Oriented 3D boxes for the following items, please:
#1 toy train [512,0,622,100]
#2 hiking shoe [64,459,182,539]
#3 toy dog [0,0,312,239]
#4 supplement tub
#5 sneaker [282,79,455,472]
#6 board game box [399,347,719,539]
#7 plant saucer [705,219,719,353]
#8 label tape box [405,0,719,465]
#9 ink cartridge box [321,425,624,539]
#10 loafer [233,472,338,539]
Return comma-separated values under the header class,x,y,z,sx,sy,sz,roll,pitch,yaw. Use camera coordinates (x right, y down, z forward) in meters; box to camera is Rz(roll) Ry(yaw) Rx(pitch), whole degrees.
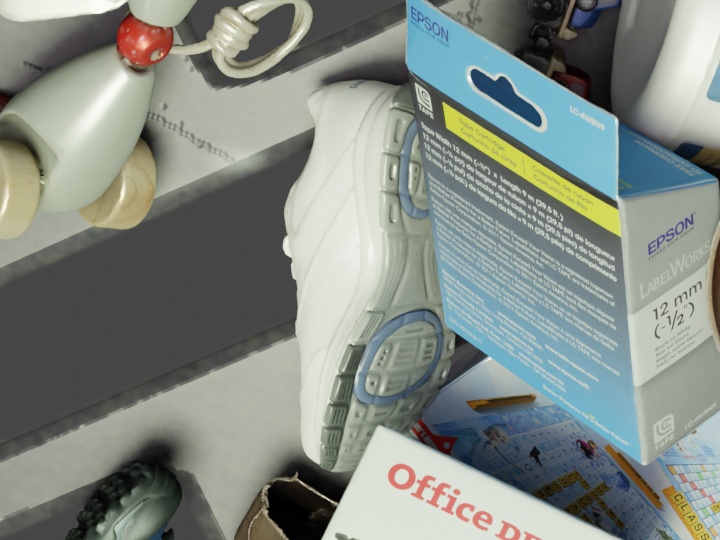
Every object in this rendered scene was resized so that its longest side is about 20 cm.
class,x,y,z,sx,sy,sz,roll,pitch,yaw
toy train,0.089,-0.083,1.236,0.046,0.034,0.200,17,108,0
hiking shoe,-0.128,0.186,1.330,0.087,0.074,0.200,25,117,-7
toy dog,-0.132,-0.105,1.233,0.200,0.132,0.096,-47,56,12
supplement tub,0.227,-0.104,1.144,0.200,0.145,0.145,13,107,-7
sneaker,0.000,0.000,1.252,0.087,0.074,0.201,18,101,45
board game box,0.138,0.105,1.277,0.199,0.041,0.200,-35,98,17
plant saucer,0.250,-0.002,1.098,0.200,0.035,0.201,2,120,3
label tape box,0.094,-0.030,1.135,0.066,0.143,0.200,-31,134,-25
ink cartridge box,0.034,0.192,1.183,0.146,0.083,0.200,24,85,16
loafer,0.017,0.163,1.262,0.200,0.073,0.071,21,130,21
